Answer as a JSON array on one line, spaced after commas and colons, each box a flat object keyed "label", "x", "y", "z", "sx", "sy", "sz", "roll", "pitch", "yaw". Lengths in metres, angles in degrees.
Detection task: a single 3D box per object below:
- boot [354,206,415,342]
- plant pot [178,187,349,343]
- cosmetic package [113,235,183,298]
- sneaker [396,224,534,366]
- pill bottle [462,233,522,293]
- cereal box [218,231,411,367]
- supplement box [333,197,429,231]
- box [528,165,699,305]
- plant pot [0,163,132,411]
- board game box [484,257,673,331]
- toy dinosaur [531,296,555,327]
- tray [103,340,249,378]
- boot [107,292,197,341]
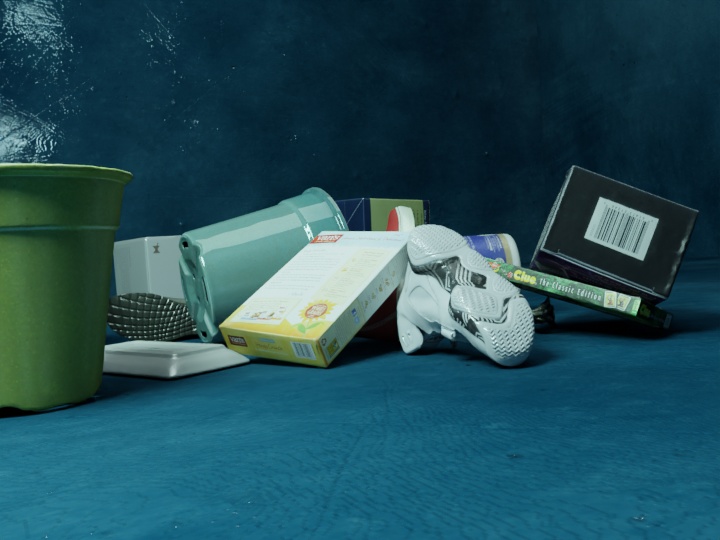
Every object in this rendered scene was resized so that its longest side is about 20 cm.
[{"label": "boot", "x": 0.000, "y": 0.000, "z": 0.948, "sx": 0.142, "sy": 0.202, "sz": 0.073, "roll": -2, "pitch": -42, "yaw": 9}, {"label": "plant pot", "x": -0.132, "y": 0.004, "z": 1.033, "sx": 0.194, "sy": 0.203, "sz": 0.200, "roll": -13, "pitch": 5, "yaw": -25}, {"label": "cosmetic package", "x": -0.441, "y": 0.008, "z": 1.731, "sx": 0.166, "sy": 0.169, "sz": 0.199, "roll": -5, "pitch": 1, "yaw": -38}, {"label": "sneaker", "x": 0.098, "y": 0.050, "z": 0.764, "sx": 0.074, "sy": 0.116, "sz": 0.201, "roll": -5, "pitch": 36, "yaw": -24}, {"label": "pill bottle", "x": 0.124, "y": 0.013, "z": 1.114, "sx": 0.197, "sy": 0.122, "sz": 0.120, "roll": -4, "pitch": 2, "yaw": -4}, {"label": "cereal box", "x": -0.039, "y": 0.022, "z": 0.838, "sx": 0.142, "sy": 0.040, "sz": 0.200, "roll": 3, "pitch": 35, "yaw": 39}, {"label": "supplement box", "x": 0.025, "y": -0.032, "z": 1.457, "sx": 0.133, "sy": 0.203, "sz": 0.198, "roll": -1, "pitch": 2, "yaw": 41}, {"label": "box", "x": 0.288, "y": -0.026, "z": 0.909, "sx": 0.146, "sy": 0.106, "sz": 0.200, "roll": 22, "pitch": -7, "yaw": 12}, {"label": "plant pot", "x": -0.288, "y": 0.017, "z": 0.653, "sx": 0.197, "sy": 0.193, "sz": 0.200, "roll": -4, "pitch": 2, "yaw": 0}, {"label": "board game box", "x": 0.239, "y": 0.025, "z": 0.869, "sx": 0.198, "sy": 0.024, "sz": 0.104, "roll": 18, "pitch": -3, "yaw": 41}, {"label": "toy dinosaur", "x": 0.188, "y": 0.055, "z": 0.923, "sx": 0.087, "sy": 0.048, "sz": 0.200, "roll": -7, "pitch": 5, "yaw": 16}, {"label": "tray", "x": -0.224, "y": 0.093, "z": 0.830, "sx": 0.198, "sy": 0.023, "sz": 0.107, "roll": -2, "pitch": 3, "yaw": 39}, {"label": "boot", "x": -0.283, "y": 0.073, "z": 1.140, "sx": 0.197, "sy": 0.069, "sz": 0.130, "roll": 4, "pitch": -6, "yaw": -24}]
